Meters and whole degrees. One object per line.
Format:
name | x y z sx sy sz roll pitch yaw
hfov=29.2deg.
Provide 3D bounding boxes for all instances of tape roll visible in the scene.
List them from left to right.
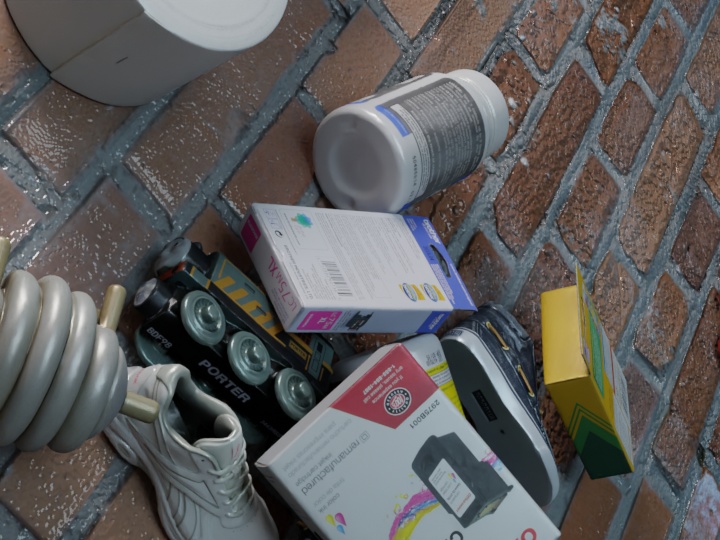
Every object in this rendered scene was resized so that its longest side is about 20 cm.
tape roll | -0.175 -0.253 1.138 0.202 0.139 0.204 19 62 -41

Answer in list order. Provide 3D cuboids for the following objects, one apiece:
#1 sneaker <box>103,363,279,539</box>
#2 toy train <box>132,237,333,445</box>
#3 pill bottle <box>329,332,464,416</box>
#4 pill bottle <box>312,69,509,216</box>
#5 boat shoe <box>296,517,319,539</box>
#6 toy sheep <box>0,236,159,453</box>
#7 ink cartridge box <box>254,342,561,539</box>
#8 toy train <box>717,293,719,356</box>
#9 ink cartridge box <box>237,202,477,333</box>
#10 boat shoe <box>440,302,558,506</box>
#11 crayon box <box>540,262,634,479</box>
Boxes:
sneaker | -0.119 0.156 1.079 0.201 0.099 0.078 54 46 -18
toy train | -0.104 0.060 1.150 0.200 0.085 0.114 42 36 -24
pill bottle | 0.049 0.165 1.243 0.109 0.109 0.201 -18 89 -47
pill bottle | 0.055 -0.128 1.349 0.200 0.113 0.115 -28 97 -47
boat shoe | -0.030 0.203 1.160 0.091 0.071 0.201 39 80 9
toy sheep | -0.231 0.063 0.977 0.199 0.138 0.139 22 60 -19
ink cartridge box | 0.038 0.179 1.089 0.146 0.083 0.200 -41 93 -12
toy train | 0.530 0.050 1.809 0.116 0.084 0.201 39 51 -43
ink cartridge box | 0.000 0.000 1.214 0.199 0.042 0.120 0 48 -37
boat shoe | 0.156 0.131 1.383 0.091 0.071 0.201 -37 103 -45
crayon box | 0.231 0.107 1.432 0.126 0.051 0.201 -85 155 -44
